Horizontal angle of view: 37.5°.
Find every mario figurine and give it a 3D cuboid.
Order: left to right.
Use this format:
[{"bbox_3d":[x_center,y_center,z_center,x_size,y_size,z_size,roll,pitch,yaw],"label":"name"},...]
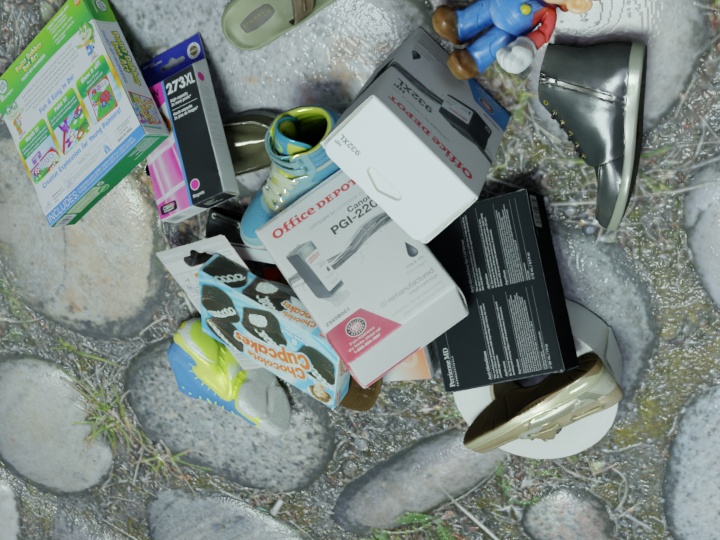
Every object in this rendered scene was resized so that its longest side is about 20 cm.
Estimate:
[{"bbox_3d":[0.155,-0.274,1.038,0.200,0.106,0.124,-31,105,33],"label":"mario figurine"}]

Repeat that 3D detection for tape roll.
[{"bbox_3d":[0.215,0.129,1.285,0.201,0.071,0.203,9,122,14],"label":"tape roll"}]

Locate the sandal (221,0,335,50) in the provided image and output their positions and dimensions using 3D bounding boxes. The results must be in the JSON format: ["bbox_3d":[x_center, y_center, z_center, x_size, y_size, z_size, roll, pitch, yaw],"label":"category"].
[{"bbox_3d":[-0.075,-0.295,1.128,0.201,0.057,0.080,-36,104,32],"label":"sandal"}]

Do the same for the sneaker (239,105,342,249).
[{"bbox_3d":[-0.086,-0.109,1.177,0.200,0.130,0.080,-45,65,13],"label":"sneaker"}]

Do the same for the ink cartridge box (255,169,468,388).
[{"bbox_3d":[0.000,0.000,1.149,0.145,0.200,0.085,-36,151,-2],"label":"ink cartridge box"}]

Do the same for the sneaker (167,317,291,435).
[{"bbox_3d":[-0.183,0.153,1.440,0.200,0.076,0.105,50,135,-6],"label":"sneaker"}]

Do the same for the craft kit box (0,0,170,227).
[{"bbox_3d":[-0.332,-0.186,1.236,0.200,0.048,0.198,-34,78,32],"label":"craft kit box"}]

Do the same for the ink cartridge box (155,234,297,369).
[{"bbox_3d":[-0.144,0.033,1.322,0.161,0.050,0.200,-11,119,48],"label":"ink cartridge box"}]

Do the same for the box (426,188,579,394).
[{"bbox_3d":[0.150,0.025,1.185,0.140,0.079,0.201,-13,83,23],"label":"box"}]

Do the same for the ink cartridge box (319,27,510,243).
[{"bbox_3d":[0.063,-0.143,1.089,0.145,0.200,0.084,43,124,-10],"label":"ink cartridge box"}]

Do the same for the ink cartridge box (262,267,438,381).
[{"bbox_3d":[-0.016,0.063,1.317,0.199,0.050,0.163,-8,117,19],"label":"ink cartridge box"}]

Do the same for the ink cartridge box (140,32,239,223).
[{"bbox_3d":[-0.203,-0.163,1.203,0.094,0.037,0.201,-21,75,27],"label":"ink cartridge box"}]

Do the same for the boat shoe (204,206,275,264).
[{"bbox_3d":[-0.100,-0.041,1.269,0.199,0.069,0.057,6,103,21],"label":"boat shoe"}]

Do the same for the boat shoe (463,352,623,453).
[{"bbox_3d":[0.208,0.169,1.228,0.200,0.072,0.065,-34,105,26],"label":"boat shoe"}]

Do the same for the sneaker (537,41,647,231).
[{"bbox_3d":[0.239,-0.143,1.116,0.106,0.075,0.201,8,114,19],"label":"sneaker"}]

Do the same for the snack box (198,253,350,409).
[{"bbox_3d":[-0.101,0.072,1.249,0.199,0.037,0.117,28,142,18],"label":"snack box"}]

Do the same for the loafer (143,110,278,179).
[{"bbox_3d":[-0.170,-0.134,1.251,0.199,0.070,0.075,-10,117,23],"label":"loafer"}]

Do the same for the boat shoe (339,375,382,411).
[{"bbox_3d":[-0.001,0.086,1.271,0.073,0.063,0.201,13,131,12],"label":"boat shoe"}]

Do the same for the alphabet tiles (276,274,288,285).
[{"bbox_3d":[-0.021,0.001,1.318,0.200,0.015,0.196,35,124,-5],"label":"alphabet tiles"}]
